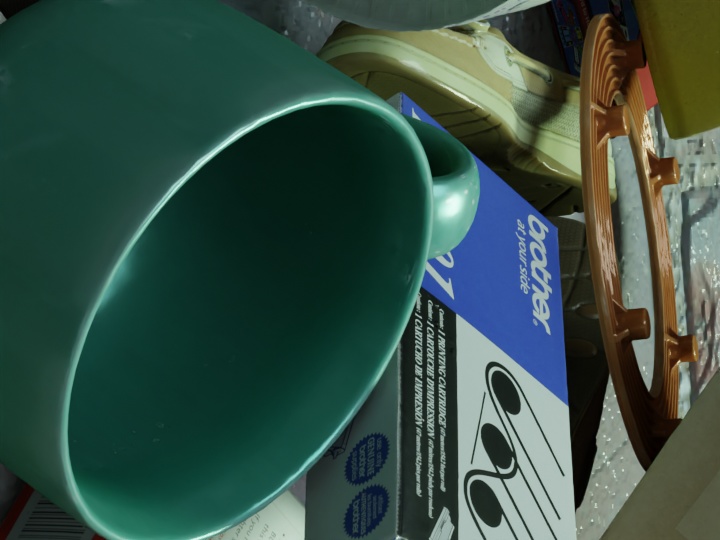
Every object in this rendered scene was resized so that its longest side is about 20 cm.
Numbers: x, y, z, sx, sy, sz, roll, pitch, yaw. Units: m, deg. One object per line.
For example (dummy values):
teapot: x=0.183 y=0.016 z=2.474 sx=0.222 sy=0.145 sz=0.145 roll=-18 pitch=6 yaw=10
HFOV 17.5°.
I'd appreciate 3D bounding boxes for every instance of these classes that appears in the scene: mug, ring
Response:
mug: x=-0.062 y=-0.006 z=0.718 sx=0.152 sy=0.114 sz=0.185 roll=-60 pitch=149 yaw=3
ring: x=0.123 y=-0.012 z=1.008 sx=0.200 sy=0.019 sz=0.201 roll=-7 pitch=90 yaw=-74

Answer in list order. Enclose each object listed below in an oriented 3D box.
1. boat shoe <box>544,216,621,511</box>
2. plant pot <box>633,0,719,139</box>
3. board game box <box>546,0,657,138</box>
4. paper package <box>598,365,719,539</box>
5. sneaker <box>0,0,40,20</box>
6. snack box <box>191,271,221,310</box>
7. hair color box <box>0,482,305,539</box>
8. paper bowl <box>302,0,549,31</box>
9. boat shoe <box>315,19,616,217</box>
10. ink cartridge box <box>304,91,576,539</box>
boat shoe: x=0.064 y=0.069 z=0.983 sx=0.068 sy=0.072 sz=0.201 roll=90 pitch=13 yaw=-56
plant pot: x=0.207 y=-0.198 z=1.033 sx=0.177 sy=0.199 sz=0.200 roll=64 pitch=24 yaw=-15
board game box: x=0.109 y=-0.172 z=1.087 sx=0.103 sy=0.019 sz=0.201 roll=-38 pitch=116 yaw=-47
paper package: x=0.156 y=0.119 z=0.944 sx=0.200 sy=0.103 sz=0.191 roll=-57 pitch=168 yaw=11
sneaker: x=-0.149 y=-0.145 z=0.728 sx=0.200 sy=0.075 sz=0.070 roll=49 pitch=39 yaw=-9
snack box: x=0.000 y=0.000 z=0.882 sx=0.200 sy=0.037 sz=0.117 roll=27 pitch=47 yaw=-42
hair color box: x=-0.046 y=0.139 z=0.833 sx=0.200 sy=0.061 sz=0.102 roll=53 pitch=50 yaw=-34
paper bowl: x=0.013 y=-0.184 z=0.821 sx=0.104 sy=0.200 sz=0.202 roll=-22 pitch=105 yaw=-51
boat shoe: x=0.045 y=-0.074 z=0.959 sx=0.200 sy=0.073 sz=0.063 roll=20 pitch=65 yaw=-52
ink cartridge box: x=0.028 y=0.040 z=0.802 sx=0.094 sy=0.044 sz=0.201 roll=38 pitch=35 yaw=-33
